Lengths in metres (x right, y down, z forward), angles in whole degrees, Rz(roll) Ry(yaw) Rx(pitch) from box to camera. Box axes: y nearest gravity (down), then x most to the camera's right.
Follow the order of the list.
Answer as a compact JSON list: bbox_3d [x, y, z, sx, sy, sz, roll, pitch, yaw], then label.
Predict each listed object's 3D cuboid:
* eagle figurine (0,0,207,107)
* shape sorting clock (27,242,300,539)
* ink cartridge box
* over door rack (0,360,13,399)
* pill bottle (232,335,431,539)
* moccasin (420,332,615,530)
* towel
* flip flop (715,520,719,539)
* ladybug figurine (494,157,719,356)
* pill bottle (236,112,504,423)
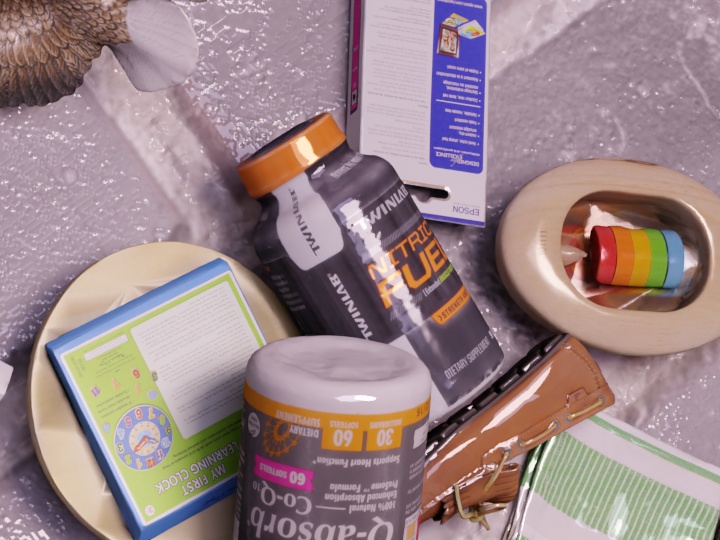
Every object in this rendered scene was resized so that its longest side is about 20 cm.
[{"bbox_3d":[-0.207,-0.180,1.563,0.199,0.151,0.153,-7,90,-34],"label":"eagle figurine"},{"bbox_3d":[-0.117,0.082,1.570,0.199,0.039,0.202,8,73,-27],"label":"shape sorting clock"},{"bbox_3d":[0.040,-0.128,1.695,0.094,0.037,0.202,8,72,-21],"label":"ink cartridge box"},{"bbox_3d":[-0.313,0.115,1.442,0.147,0.067,0.201,28,95,-14],"label":"over door rack"},{"bbox_3d":[-0.020,0.149,1.525,0.116,0.116,0.202,-2,106,-22],"label":"pill bottle"},{"bbox_3d":[0.081,0.127,1.625,0.201,0.074,0.078,-38,93,-20],"label":"moccasin"},{"bbox_3d":[0.162,0.200,1.670,0.152,0.023,0.201,25,69,-15],"label":"towel"},{"bbox_3d":[0.315,0.245,1.708,0.081,0.058,0.200,-36,77,-20],"label":"flip flop"},{"bbox_3d":[0.178,-0.005,1.699,0.199,0.072,0.137,9,74,-19],"label":"ladybug figurine"},{"bbox_3d":[0.000,0.000,1.597,0.106,0.106,0.201,-35,99,-25],"label":"pill bottle"}]
